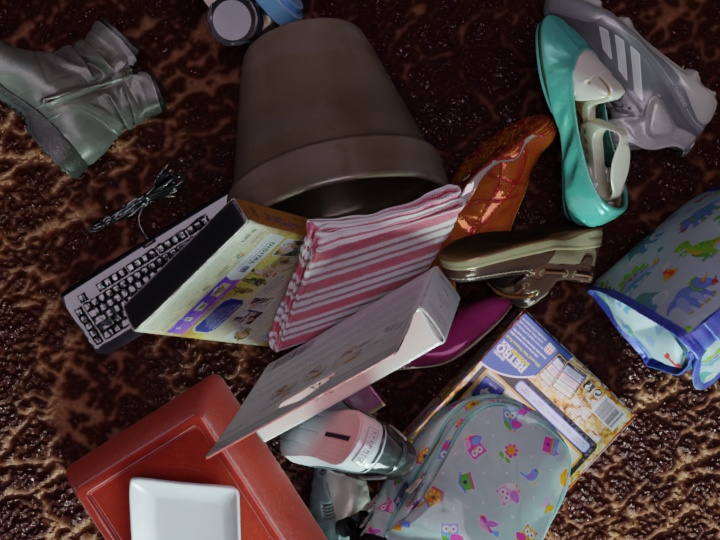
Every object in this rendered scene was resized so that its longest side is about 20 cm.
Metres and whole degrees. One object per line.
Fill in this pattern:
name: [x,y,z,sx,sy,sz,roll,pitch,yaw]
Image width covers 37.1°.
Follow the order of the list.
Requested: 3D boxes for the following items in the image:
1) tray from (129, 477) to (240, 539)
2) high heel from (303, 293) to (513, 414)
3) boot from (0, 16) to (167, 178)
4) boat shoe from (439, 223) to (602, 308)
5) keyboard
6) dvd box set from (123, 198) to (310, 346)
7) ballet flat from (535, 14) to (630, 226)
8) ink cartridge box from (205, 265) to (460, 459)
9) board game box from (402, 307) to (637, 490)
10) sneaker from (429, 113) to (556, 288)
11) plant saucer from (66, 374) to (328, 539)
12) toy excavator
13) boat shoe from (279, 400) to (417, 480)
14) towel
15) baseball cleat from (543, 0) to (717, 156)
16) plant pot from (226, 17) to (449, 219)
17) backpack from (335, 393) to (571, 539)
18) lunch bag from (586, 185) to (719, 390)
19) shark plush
tray: [-0.153,0.283,0.975,0.107,0.022,0.201,2,102,15]
high heel: [0.046,0.055,1.024,0.200,0.067,0.096,-34,88,-5]
boot: [-0.287,-0.197,1.016,0.131,0.068,0.200,-43,99,-6]
boat shoe: [0.153,0.000,0.992,0.200,0.072,0.072,-10,103,-43]
keyboard: [-0.200,-0.019,1.035,0.200,0.021,0.127,-33,92,-3]
dvd box set: [-0.088,0.009,0.937,0.146,0.200,0.029,-42,63,22]
ballet flat: [0.214,-0.140,0.988,0.067,0.070,0.201,-22,105,-44]
ink cartridge box: [-0.018,0.088,0.902,0.200,0.174,0.044,-31,103,24]
board game box: [0.142,0.159,1.036,0.151,0.046,0.200,44,88,-2]
sneaker: [0.123,-0.066,1.034,0.077,0.073,0.200,39,95,-19]
plant saucer: [-0.160,0.229,0.996,0.200,0.037,0.200,-32,91,19]
toy excavator: [-0.087,-0.328,0.976,0.200,0.100,0.195,-36,94,13]
boat shoe: [-0.015,0.157,0.962,0.071,0.200,0.072,32,82,-20]
towel: [0.000,0.000,0.947,0.146,0.200,0.030,-17,66,-25]
baseball cleat: [0.246,-0.183,1.029,0.200,0.070,0.107,33,88,-1]
plant pot: [-0.035,-0.124,0.971,0.199,0.200,0.174,-13,75,-2]
backpack: [0.096,0.207,0.935,0.167,0.127,0.200,36,71,-13]
lunch bag: [0.323,0.010,0.968,0.170,0.200,0.127,-41,91,-3]
shark plush: [-0.037,0.271,1.040,0.083,0.091,0.200,26,110,17]
